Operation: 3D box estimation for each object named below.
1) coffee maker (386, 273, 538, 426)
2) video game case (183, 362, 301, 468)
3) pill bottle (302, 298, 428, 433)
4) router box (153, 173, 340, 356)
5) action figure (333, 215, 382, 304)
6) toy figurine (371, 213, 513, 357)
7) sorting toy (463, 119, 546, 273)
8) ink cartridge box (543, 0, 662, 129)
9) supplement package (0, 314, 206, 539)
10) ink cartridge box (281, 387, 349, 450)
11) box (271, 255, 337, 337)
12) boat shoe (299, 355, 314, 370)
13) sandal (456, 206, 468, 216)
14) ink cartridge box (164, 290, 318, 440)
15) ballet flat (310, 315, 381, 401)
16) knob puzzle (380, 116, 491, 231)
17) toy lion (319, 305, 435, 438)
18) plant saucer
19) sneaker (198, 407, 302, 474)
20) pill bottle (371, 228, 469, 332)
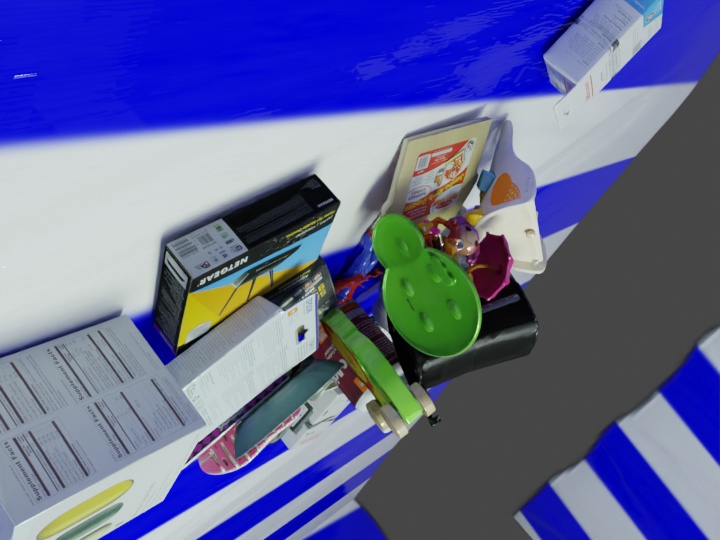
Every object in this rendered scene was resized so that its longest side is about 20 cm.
[{"bbox_3d":[0.158,0.108,1.173,0.197,0.195,0.135,-17,172,-8],"label":"coffee maker"},{"bbox_3d":[-0.176,0.195,1.134,0.199,0.036,0.181,-40,178,1],"label":"video game case"},{"bbox_3d":[0.009,0.152,1.257,0.114,0.200,0.114,-38,161,-15],"label":"pill bottle"},{"bbox_3d":[-0.124,-0.007,0.851,0.199,0.051,0.150,-31,160,-35],"label":"router box"},{"bbox_3d":[0.000,0.000,1.153,0.200,0.052,0.065,-50,166,27],"label":"action figure"},{"bbox_3d":[0.127,-0.012,1.067,0.150,0.202,0.183,-31,180,44],"label":"toy figurine"},{"bbox_3d":[0.223,-0.121,1.186,0.201,0.105,0.182,61,34,-56],"label":"sorting toy"},{"bbox_3d":[0.325,-0.306,1.100,0.200,0.068,0.116,-47,162,9],"label":"ink cartridge box"},{"bbox_3d":[-0.285,0.170,0.744,0.199,0.151,0.152,-22,153,-48],"label":"supplement package"},{"bbox_3d":[-0.094,0.276,1.532,0.200,0.068,0.116,-50,161,21],"label":"ink cartridge box"},{"bbox_3d":[-0.124,0.066,1.026,0.199,0.048,0.159,-40,161,-11],"label":"box"},{"bbox_3d":[-0.119,0.185,1.288,0.200,0.063,0.074,-27,159,-38],"label":"boat shoe"},{"bbox_3d":[0.157,-0.040,1.345,0.059,0.079,0.208,-26,154,-34],"label":"sandal"},{"bbox_3d":[-0.138,0.106,0.936,0.199,0.041,0.200,-36,161,-18],"label":"ink cartridge box"},{"bbox_3d":[-0.027,0.158,1.405,0.199,0.064,0.067,-37,-164,-13],"label":"ballet flat"},{"bbox_3d":[0.092,-0.111,1.085,0.219,0.030,0.221,-35,145,-29],"label":"knob puzzle"},{"bbox_3d":[0.009,0.132,1.105,0.068,0.193,0.200,-35,180,-10],"label":"toy lion"},{"bbox_3d":[-0.108,0.184,1.103,0.200,0.036,0.200,-41,178,-2],"label":"plant saucer"},{"bbox_3d":[-0.183,0.282,1.343,0.199,0.074,0.088,-36,167,-11],"label":"sneaker"},{"bbox_3d":[0.096,0.013,1.276,0.110,0.111,0.201,-24,154,-45],"label":"pill bottle"}]
